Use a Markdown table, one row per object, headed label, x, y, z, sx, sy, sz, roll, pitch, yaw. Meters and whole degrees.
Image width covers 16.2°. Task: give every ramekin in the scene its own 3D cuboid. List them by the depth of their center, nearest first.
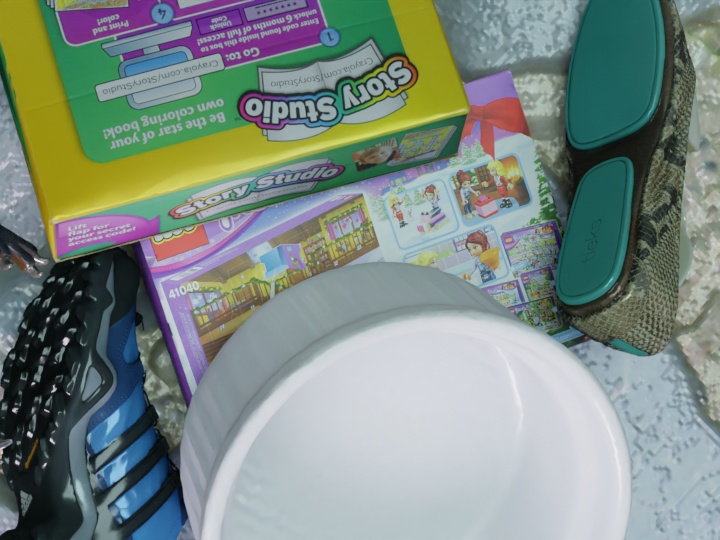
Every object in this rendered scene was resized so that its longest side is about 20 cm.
| label | x | y | z | sx | sy | sz | roll | pitch | yaw |
| --- | --- | --- | --- | --- | --- | --- | --- | --- | --- |
| ramekin | 0.013 | 0.094 | 1.144 | 0.199 | 0.098 | 0.202 | -7 | 113 | -16 |

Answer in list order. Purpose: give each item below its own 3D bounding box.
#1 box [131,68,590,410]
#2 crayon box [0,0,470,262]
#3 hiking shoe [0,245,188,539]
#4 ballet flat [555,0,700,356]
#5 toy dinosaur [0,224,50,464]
| label | x | y | z | sx | sy | sz | roll | pitch | yaw |
| --- | --- | --- | --- | --- | --- | --- | --- | --- | --- |
| box | 0.000 | 0.000 | 1.208 | 0.199 | 0.039 | 0.138 | -19 | 91 | -11 |
| crayon box | -0.070 | -0.115 | 1.172 | 0.199 | 0.058 | 0.174 | -15 | 74 | -11 |
| hiking shoe | -0.120 | 0.089 | 1.177 | 0.086 | 0.074 | 0.202 | 12 | 80 | -36 |
| ballet flat | 0.133 | -0.048 | 1.215 | 0.075 | 0.068 | 0.201 | 35 | 51 | -39 |
| toy dinosaur | -0.222 | 0.049 | 1.163 | 0.105 | 0.200 | 0.182 | 26 | 111 | -37 |
